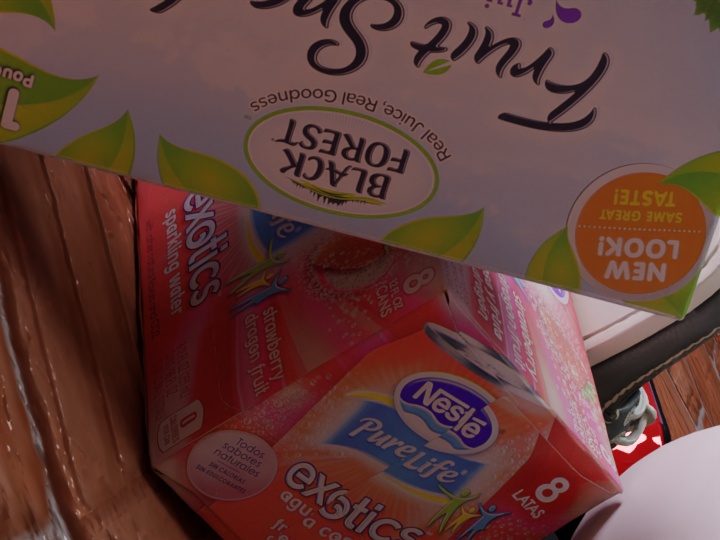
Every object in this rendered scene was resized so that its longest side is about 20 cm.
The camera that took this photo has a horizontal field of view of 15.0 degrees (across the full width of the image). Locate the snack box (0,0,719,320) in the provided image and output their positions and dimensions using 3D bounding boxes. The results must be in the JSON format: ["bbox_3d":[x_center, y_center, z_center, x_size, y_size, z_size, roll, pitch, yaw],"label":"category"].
[{"bbox_3d":[0.007,-0.082,0.691,0.053,0.200,0.142,-91,-163,-67],"label":"snack box"}]

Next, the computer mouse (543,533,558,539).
[{"bbox_3d":[0.028,0.117,0.806,0.059,0.034,0.200,53,21,-9],"label":"computer mouse"}]

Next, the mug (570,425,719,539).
[{"bbox_3d":[0.115,0.134,0.710,0.153,0.186,0.150,-35,125,-62],"label":"mug"}]

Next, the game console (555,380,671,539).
[{"bbox_3d":[0.088,0.113,1.027,0.200,0.031,0.177,-92,-177,-71],"label":"game console"}]

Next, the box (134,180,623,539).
[{"bbox_3d":[0.000,0.000,0.823,0.095,0.103,0.200,48,18,-32],"label":"box"}]

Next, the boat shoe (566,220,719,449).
[{"bbox_3d":[0.065,0.028,0.880,0.062,0.200,0.073,35,51,-23],"label":"boat shoe"}]
